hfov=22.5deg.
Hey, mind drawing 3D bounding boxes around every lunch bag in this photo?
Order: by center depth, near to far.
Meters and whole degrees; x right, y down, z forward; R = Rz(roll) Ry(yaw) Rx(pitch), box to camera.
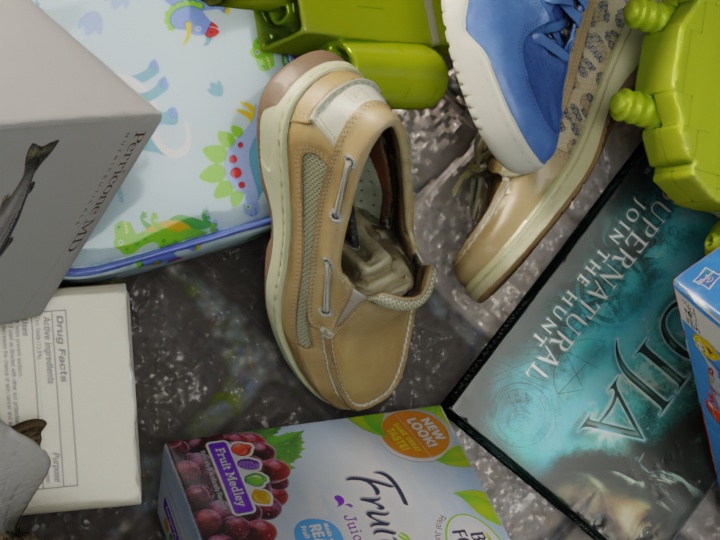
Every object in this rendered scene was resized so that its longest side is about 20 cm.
[{"bbox_3d":[-0.117,-0.099,0.850,0.160,0.082,0.201,-17,90,-14],"label":"lunch bag"}]

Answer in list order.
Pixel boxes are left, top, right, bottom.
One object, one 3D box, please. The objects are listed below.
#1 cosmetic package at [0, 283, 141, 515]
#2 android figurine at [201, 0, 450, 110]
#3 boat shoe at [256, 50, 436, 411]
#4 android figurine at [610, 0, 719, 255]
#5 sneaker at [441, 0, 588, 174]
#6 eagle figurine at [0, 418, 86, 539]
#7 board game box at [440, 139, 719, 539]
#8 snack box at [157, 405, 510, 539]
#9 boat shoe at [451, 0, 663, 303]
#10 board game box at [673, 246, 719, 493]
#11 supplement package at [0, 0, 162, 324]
[{"bbox_3d":[-0.203,0.064,0.825,0.199,0.071,0.106,-2,87,-12],"label":"cosmetic package"},{"bbox_3d":[-0.001,-0.162,0.857,0.200,0.041,0.183,-1,78,-45],"label":"android figurine"},{"bbox_3d":[0.000,0.000,0.819,0.072,0.200,0.076,-37,50,-24],"label":"boat shoe"},{"bbox_3d":[0.212,-0.082,0.897,0.200,0.041,0.183,10,84,-25],"label":"android figurine"},{"bbox_3d":[0.097,-0.149,0.833,0.111,0.077,0.201,-12,71,20],"label":"sneaker"},{"bbox_3d":[-0.149,0.158,0.736,0.152,0.151,0.200,-29,66,28],"label":"eagle figurine"},{"bbox_3d":[0.152,0.035,0.927,0.135,0.028,0.200,39,79,-6],"label":"board game box"},{"bbox_3d":[0.003,0.152,0.803,0.142,0.200,0.053,-5,131,-21],"label":"snack box"},{"bbox_3d":[0.091,-0.076,0.905,0.063,0.073,0.200,31,69,-3],"label":"boat shoe"},{"bbox_3d":[0.258,0.032,0.880,0.200,0.056,0.196,-33,134,-13],"label":"board game box"},{"bbox_3d":[-0.193,-0.046,0.706,0.117,0.200,0.117,40,111,15],"label":"supplement package"}]
